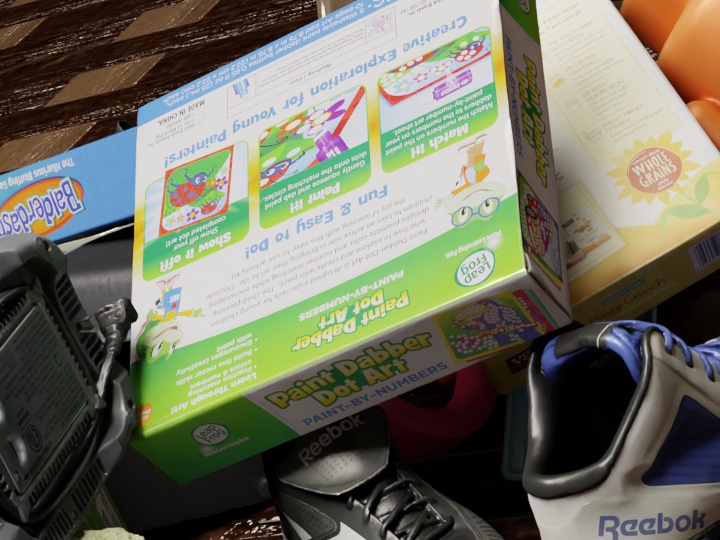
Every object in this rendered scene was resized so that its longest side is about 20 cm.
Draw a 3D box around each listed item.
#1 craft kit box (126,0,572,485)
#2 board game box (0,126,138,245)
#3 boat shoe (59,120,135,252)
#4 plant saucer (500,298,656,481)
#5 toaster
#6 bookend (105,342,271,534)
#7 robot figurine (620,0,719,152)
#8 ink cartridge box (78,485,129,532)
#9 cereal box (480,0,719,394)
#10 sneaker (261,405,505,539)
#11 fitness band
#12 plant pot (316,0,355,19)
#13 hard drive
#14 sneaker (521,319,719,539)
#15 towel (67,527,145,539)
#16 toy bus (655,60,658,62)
[{"bbox_3d":[-0.010,-0.028,1.036,0.199,0.049,0.198,-23,43,24],"label":"craft kit box"},{"bbox_3d":[-0.119,-0.050,1.269,0.199,0.045,0.152,-15,3,42],"label":"board game box"},{"bbox_3d":[-0.141,-0.076,1.618,0.198,0.066,0.075,-22,22,6],"label":"boat shoe"},{"bbox_3d":[0.106,0.009,1.108,0.069,0.019,0.201,-6,57,18],"label":"plant saucer"},{"bbox_3d":[-0.179,0.065,0.958,0.129,0.114,0.200,-18,21,23],"label":"toaster"},{"bbox_3d":[-0.151,0.075,1.253,0.198,0.093,0.200,-14,11,-4],"label":"bookend"},{"bbox_3d":[0.225,-0.100,1.161,0.117,0.200,0.144,-57,-13,26],"label":"robot figurine"},{"bbox_3d":[-0.218,0.136,1.109,0.199,0.148,0.076,-25,23,0],"label":"ink cartridge box"},{"bbox_3d":[0.081,-0.055,1.124,0.143,0.040,0.200,-30,52,2],"label":"cereal box"},{"bbox_3d":[0.005,0.104,1.025,0.066,0.091,0.200,-32,23,-17],"label":"sneaker"},{"bbox_3d":[0.000,0.000,1.161,0.037,0.201,0.143,-37,-29,31],"label":"fitness band"},{"bbox_3d":[0.057,-0.191,1.554,0.173,0.201,0.200,-4,23,-1],"label":"plant pot"},{"bbox_3d":[-0.081,-0.003,1.209,0.134,0.043,0.200,-7,10,26],"label":"hard drive"},{"bbox_3d":[0.134,0.055,0.971,0.199,0.116,0.080,-39,27,-32],"label":"sneaker"},{"bbox_3d":[-0.183,0.158,0.942,0.199,0.037,0.148,-12,23,31],"label":"towel"},{"bbox_3d":[0.149,-0.046,1.231,0.065,0.079,0.200,2,36,47],"label":"toy bus"}]
